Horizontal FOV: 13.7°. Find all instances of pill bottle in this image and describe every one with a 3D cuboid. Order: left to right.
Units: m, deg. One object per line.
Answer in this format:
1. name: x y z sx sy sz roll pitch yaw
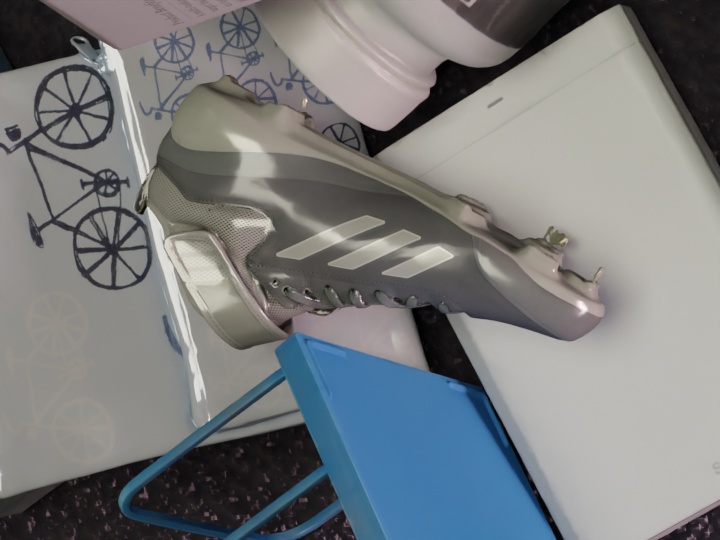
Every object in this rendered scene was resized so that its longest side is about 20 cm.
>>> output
1. pill bottle: 0.052 -0.154 1.227 0.200 0.111 0.111 -44 75 17

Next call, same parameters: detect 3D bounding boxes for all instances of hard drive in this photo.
1. hard drive: 0.103 0.008 1.252 0.132 0.026 0.200 -32 78 19

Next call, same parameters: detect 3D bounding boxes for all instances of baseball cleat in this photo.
1. baseball cleat: 0.000 0.000 1.238 0.200 0.070 0.107 29 96 18

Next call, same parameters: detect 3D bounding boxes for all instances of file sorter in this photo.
1. file sorter: 0.009 0.151 1.208 0.123 0.139 0.200 -38 60 23

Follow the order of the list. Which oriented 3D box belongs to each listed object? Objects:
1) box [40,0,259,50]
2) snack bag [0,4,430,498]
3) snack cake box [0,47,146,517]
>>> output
1. box: -0.039 -0.194 1.133 0.200 0.106 0.152 -18 77 11
2. snack bag: -0.087 -0.015 1.279 0.200 0.021 0.189 -13 83 -11
3. snack cake box: -0.175 -0.001 1.344 0.115 0.067 0.200 -37 77 19
